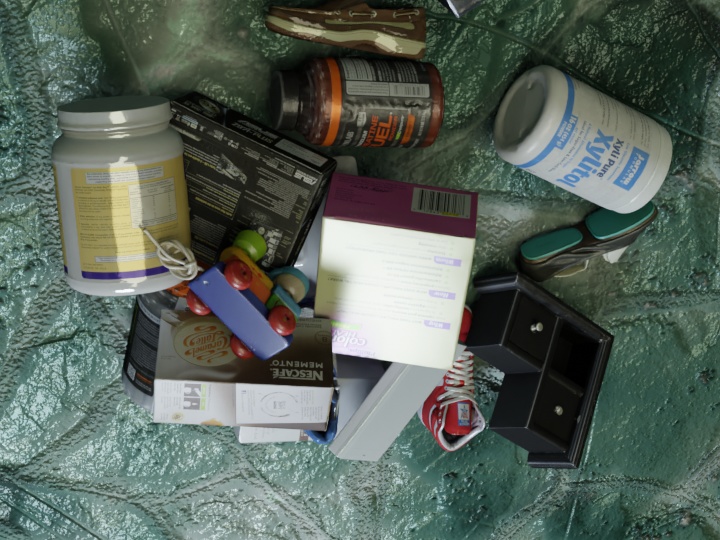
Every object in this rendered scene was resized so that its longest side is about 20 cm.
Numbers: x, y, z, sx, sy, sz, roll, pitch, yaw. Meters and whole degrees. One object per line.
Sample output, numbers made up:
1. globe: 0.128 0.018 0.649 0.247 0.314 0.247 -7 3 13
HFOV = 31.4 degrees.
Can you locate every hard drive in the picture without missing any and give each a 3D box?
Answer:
1. hard drive: 0.050 0.164 1.679 0.200 0.026 0.132 -53 155 8

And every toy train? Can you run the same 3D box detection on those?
1. toy train: -0.143 -0.007 1.417 0.085 0.116 0.200 -31 109 36

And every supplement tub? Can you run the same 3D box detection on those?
1. supplement tub: -0.264 -0.085 1.418 0.145 0.145 0.201 -6 106 -14
2. supplement tub: 0.281 -0.166 1.633 0.199 0.132 0.132 21 108 -25
3. supplement tub: -0.222 0.070 1.583 0.122 0.123 0.201 4 127 -19
4. supplement tub: -0.006 -0.201 1.541 0.199 0.107 0.107 -1 116 -16

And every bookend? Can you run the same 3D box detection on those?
1. bookend: 0.224 0.136 1.734 0.200 0.092 0.200 33 66 -28

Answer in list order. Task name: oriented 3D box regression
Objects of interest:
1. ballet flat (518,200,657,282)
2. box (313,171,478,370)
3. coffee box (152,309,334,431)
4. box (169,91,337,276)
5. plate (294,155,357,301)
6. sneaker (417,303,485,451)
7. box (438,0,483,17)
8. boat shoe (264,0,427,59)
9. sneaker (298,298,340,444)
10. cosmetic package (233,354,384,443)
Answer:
1. ballet flat: 0.312 -0.038 1.751 0.199 0.068 0.069 -20 131 5
2. box: 0.039 0.002 1.514 0.175 0.097 0.201 8 127 2
3. coffee box: -0.133 0.114 1.471 0.199 0.115 0.080 4 133 -6
4. box: -0.152 -0.092 1.515 0.199 0.086 0.164 25 109 4
5. plate: -0.095 -0.038 1.598 0.199 0.032 0.201 -4 114 5
6. sneaker: 0.132 0.151 1.758 0.071 0.113 0.201 0 116 -18
7. box: 0.145 -0.403 1.459 0.200 0.149 0.107 -34 121 2
8. boat shoe: -0.015 -0.301 1.514 0.201 0.075 0.075 5 101 -26
9. sneaker: -0.055 0.131 1.627 0.077 0.085 0.201 -14 116 -11
10. cosmetic package: -0.070 0.171 1.730 0.199 0.074 0.102 0 117 -16
